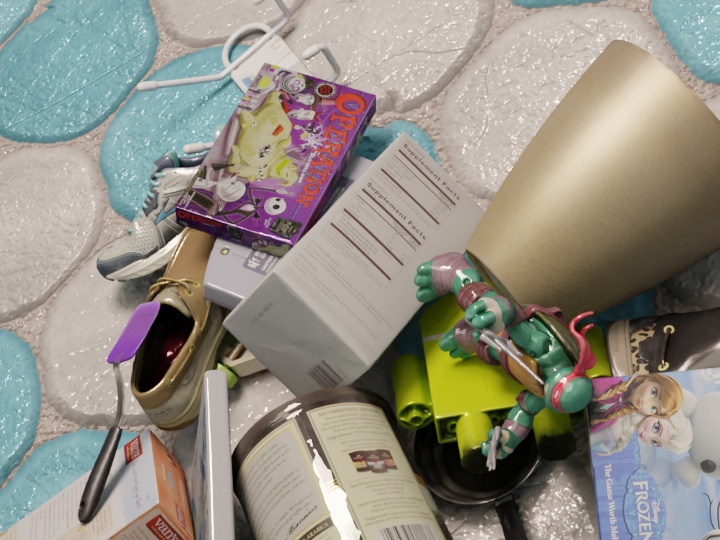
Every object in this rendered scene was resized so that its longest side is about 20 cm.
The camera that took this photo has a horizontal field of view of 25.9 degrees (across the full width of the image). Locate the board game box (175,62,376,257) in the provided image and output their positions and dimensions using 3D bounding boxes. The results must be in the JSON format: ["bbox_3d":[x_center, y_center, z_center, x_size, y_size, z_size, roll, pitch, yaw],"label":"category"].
[{"bbox_3d":[-0.075,-0.104,1.438,0.119,0.032,0.201,20,53,9],"label":"board game box"}]

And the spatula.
[{"bbox_3d":[-0.210,0.118,1.343,0.056,0.020,0.202,-14,60,54],"label":"spatula"}]

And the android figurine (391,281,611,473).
[{"bbox_3d":[0.114,0.078,1.275,0.180,0.041,0.201,-11,40,1],"label":"android figurine"}]

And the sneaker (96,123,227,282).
[{"bbox_3d":[-0.182,-0.069,1.512,0.199,0.087,0.078,-35,20,6],"label":"sneaker"}]

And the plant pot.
[{"bbox_3d":[0.186,-0.048,1.251,0.200,0.188,0.187,-40,50,-2],"label":"plant pot"}]

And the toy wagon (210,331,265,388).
[{"bbox_3d":[-0.094,0.035,1.446,0.199,0.040,0.156,26,75,36],"label":"toy wagon"}]

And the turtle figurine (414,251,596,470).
[{"bbox_3d":[0.112,0.067,1.154,0.100,0.151,0.200,-16,30,-17],"label":"turtle figurine"}]

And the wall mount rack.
[{"bbox_3d":[-0.120,-0.189,1.579,0.173,0.075,0.200,-40,50,1],"label":"wall mount rack"}]

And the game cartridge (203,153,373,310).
[{"bbox_3d":[-0.053,-0.032,1.419,0.132,0.041,0.201,23,55,14],"label":"game cartridge"}]

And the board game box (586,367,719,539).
[{"bbox_3d":[0.266,0.169,1.107,0.197,0.043,0.202,-6,72,6],"label":"board game box"}]

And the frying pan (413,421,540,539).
[{"bbox_3d":[0.120,0.160,1.256,0.115,0.031,0.190,-43,51,-6],"label":"frying pan"}]

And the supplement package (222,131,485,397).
[{"bbox_3d":[0.000,0.000,1.306,0.200,0.110,0.114,-48,3,-36],"label":"supplement package"}]

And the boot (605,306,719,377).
[{"bbox_3d":[0.276,0.105,1.188,0.149,0.073,0.201,-19,50,15],"label":"boot"}]

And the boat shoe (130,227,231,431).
[{"bbox_3d":[-0.160,0.040,1.407,0.073,0.066,0.202,-7,59,24],"label":"boat shoe"}]

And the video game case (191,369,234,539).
[{"bbox_3d":[-0.121,0.213,1.266,0.022,0.183,0.201,1,55,-10],"label":"video game case"}]

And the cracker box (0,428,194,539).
[{"bbox_3d":[-0.241,0.240,1.349,0.199,0.058,0.134,-36,23,4],"label":"cracker box"}]

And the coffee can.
[{"bbox_3d":[-0.005,0.214,1.215,0.146,0.147,0.201,-32,51,6],"label":"coffee can"}]
